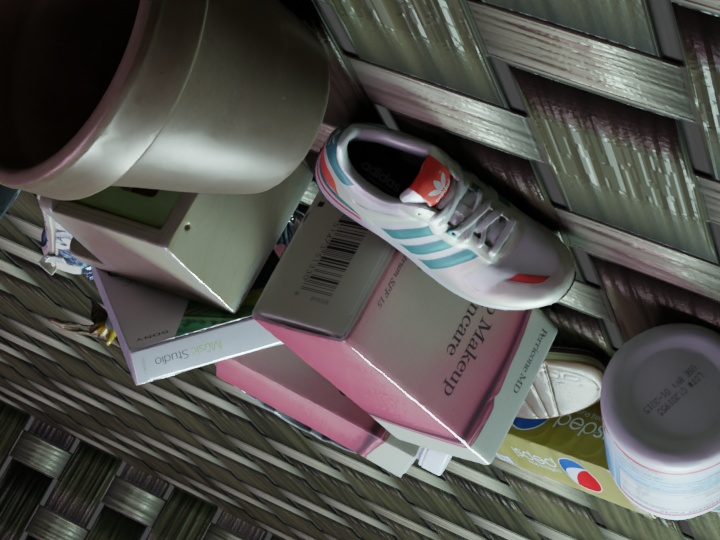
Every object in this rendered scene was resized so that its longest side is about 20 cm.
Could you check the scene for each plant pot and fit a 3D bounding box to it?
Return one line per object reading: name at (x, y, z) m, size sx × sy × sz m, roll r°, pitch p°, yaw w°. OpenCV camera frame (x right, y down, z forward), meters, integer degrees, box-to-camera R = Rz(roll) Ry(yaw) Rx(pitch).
plant pot at (-0.119, -0.123, 1.098) m, size 0.174 × 0.202 × 0.200 m, roll 20°, pitch 174°, yaw -41°

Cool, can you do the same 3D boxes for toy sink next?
toy sink at (-0.162, -0.069, 1.412) m, size 0.199 × 0.131 × 0.112 m, roll 18°, pitch 161°, yaw 40°

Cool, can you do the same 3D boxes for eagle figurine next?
eagle figurine at (-0.236, 0.013, 1.873) m, size 0.151 × 0.151 × 0.201 m, roll -5°, pitch 136°, yaw -20°

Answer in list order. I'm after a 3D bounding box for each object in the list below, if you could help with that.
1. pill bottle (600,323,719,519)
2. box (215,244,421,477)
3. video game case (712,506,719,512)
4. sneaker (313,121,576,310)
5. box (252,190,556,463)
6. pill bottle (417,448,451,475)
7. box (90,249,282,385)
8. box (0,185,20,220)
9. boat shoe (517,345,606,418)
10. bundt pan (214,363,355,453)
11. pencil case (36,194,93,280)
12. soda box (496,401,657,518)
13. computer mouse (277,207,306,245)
pill bottle at (0.234, 0.121, 1.338) m, size 0.108 × 0.109 × 0.200 m, roll 24°, pitch 165°, yaw 17°
box at (-0.015, 0.076, 1.612) m, size 0.199 × 0.128 × 0.109 m, roll 28°, pitch 165°, yaw 2°
video game case at (0.277, 0.175, 1.610) m, size 0.143 × 0.018 × 0.200 m, roll 35°, pitch 164°, yaw -21°
sneaker at (0.058, -0.038, 1.220) m, size 0.199 × 0.071 × 0.093 m, roll 32°, pitch 171°, yaw 2°
box at (0.037, 0.039, 1.367) m, size 0.109 × 0.128 × 0.200 m, roll 13°, pitch 158°, yaw 46°
pill bottle at (0.006, 0.114, 1.725) m, size 0.199 × 0.112 × 0.112 m, roll 27°, pitch 165°, yaw 8°
box at (-0.134, 0.015, 1.460) m, size 0.200 × 0.143 × 0.037 m, roll -125°, pitch 23°, yaw -58°
box at (-0.406, -0.125, 1.684) m, size 0.199 × 0.125 × 0.148 m, roll 34°, pitch 165°, yaw -12°
boat shoe at (0.114, 0.076, 1.500) m, size 0.199 × 0.072 × 0.072 m, roll -7°, pitch 132°, yaw 30°
bundt pan at (-0.049, 0.113, 1.888) m, size 0.201 × 0.076 × 0.202 m, roll 27°, pitch 165°, yaw 8°
pencil case at (-0.265, -0.061, 1.678) m, size 0.078 × 0.090 × 0.200 m, roll 33°, pitch 160°, yaw 8°
soda box at (0.186, 0.142, 1.538) m, size 0.199 × 0.068 × 0.064 m, roll 16°, pitch 151°, yaw 51°
computer mouse at (0.000, 0.000, 1.500) m, size 0.199 × 0.044 × 0.110 m, roll 32°, pitch 164°, yaw -7°
